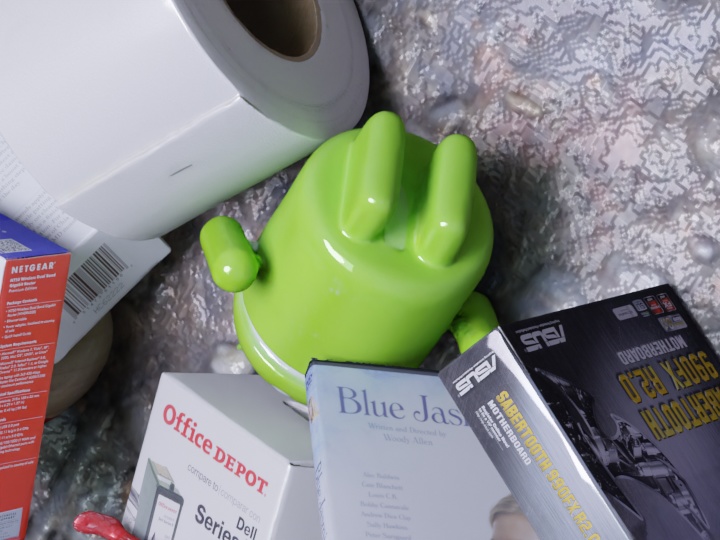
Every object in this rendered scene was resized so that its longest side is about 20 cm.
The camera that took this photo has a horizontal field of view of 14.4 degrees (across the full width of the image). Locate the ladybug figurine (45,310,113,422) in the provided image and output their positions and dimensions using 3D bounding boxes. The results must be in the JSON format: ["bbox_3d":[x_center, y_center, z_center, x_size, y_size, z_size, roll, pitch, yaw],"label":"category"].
[{"bbox_3d":[-0.238,0.049,1.759,0.200,0.072,0.136,-6,65,21],"label":"ladybug figurine"}]

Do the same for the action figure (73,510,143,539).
[{"bbox_3d":[-0.099,0.194,1.588,0.200,0.052,0.065,22,99,46],"label":"action figure"}]

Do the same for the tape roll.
[{"bbox_3d":[-0.108,-0.135,1.612,0.139,0.203,0.203,-28,81,27],"label":"tape roll"}]

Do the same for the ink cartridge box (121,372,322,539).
[{"bbox_3d":[-0.072,0.175,1.658,0.145,0.084,0.200,30,110,49],"label":"ink cartridge box"}]

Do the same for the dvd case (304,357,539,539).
[{"bbox_3d":[0.048,0.130,1.502,0.200,0.143,0.018,-98,19,-44],"label":"dvd case"}]

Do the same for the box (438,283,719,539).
[{"bbox_3d":[0.144,0.093,1.489,0.048,0.200,0.158,-40,74,29],"label":"box"}]

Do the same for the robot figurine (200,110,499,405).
[{"bbox_3d":[0.000,0.000,1.590,0.200,0.175,0.116,124,157,-49],"label":"robot figurine"}]

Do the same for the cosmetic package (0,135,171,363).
[{"bbox_3d":[-0.217,-0.049,1.711,0.101,0.071,0.200,-44,57,-2],"label":"cosmetic package"}]

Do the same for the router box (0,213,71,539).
[{"bbox_3d":[-0.259,0.040,1.649,0.200,0.049,0.180,26,113,40],"label":"router box"}]
